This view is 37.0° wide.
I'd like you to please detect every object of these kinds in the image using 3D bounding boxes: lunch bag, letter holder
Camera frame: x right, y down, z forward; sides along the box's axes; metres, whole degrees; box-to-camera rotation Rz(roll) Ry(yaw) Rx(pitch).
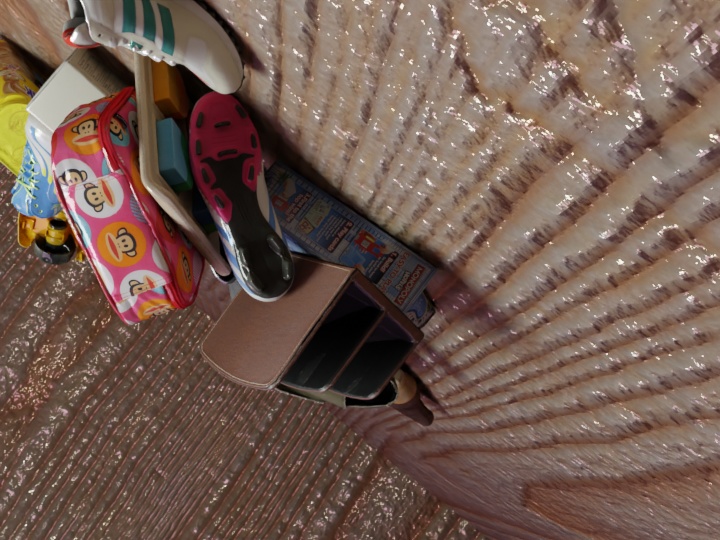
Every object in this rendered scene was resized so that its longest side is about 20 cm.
[{"bbox_3d":[-0.215,-0.066,1.026,0.177,0.081,0.202,-91,-17,-66],"label":"lunch bag"},{"bbox_3d":[-0.057,0.072,1.045,0.101,0.143,0.199,43,166,-25],"label":"letter holder"}]

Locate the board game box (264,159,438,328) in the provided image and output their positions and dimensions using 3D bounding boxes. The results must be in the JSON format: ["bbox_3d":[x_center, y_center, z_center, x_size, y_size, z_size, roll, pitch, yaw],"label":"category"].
[{"bbox_3d":[0.000,0.000,1.104,0.199,0.062,0.200,32,167,31],"label":"board game box"}]

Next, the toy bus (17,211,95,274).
[{"bbox_3d":[-0.394,-0.103,1.614,0.197,0.137,0.193,14,-144,-10],"label":"toy bus"}]

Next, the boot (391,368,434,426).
[{"bbox_3d":[0.014,0.171,1.697,0.199,0.073,0.167,26,161,35],"label":"boot"}]

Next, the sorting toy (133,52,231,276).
[{"bbox_3d":[-0.168,-0.117,1.031,0.185,0.036,0.202,61,-166,-63],"label":"sorting toy"}]

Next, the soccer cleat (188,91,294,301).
[{"bbox_3d":[-0.119,-0.066,1.018,0.086,0.069,0.202,-179,72,-74],"label":"soccer cleat"}]

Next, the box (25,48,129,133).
[{"bbox_3d":[-0.273,-0.156,1.230,0.200,0.078,0.095,42,-165,-18],"label":"box"}]

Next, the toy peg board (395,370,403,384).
[{"bbox_3d":[-0.051,0.082,1.515,0.199,0.099,0.199,32,155,-18],"label":"toy peg board"}]

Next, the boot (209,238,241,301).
[{"bbox_3d":[-0.143,0.006,1.273,0.132,0.069,0.202,-47,-62,-82],"label":"boot"}]

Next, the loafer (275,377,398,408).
[{"bbox_3d":[-0.035,0.125,1.307,0.198,0.076,0.069,12,-178,-27],"label":"loafer"}]

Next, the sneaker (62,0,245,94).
[{"bbox_3d":[-0.179,-0.191,0.827,0.200,0.094,0.070,46,166,-32],"label":"sneaker"}]

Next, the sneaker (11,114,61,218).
[{"bbox_3d":[-0.382,-0.115,1.310,0.075,0.105,0.200,36,168,11],"label":"sneaker"}]

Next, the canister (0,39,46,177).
[{"bbox_3d":[-0.474,-0.221,1.502,0.149,0.086,0.201,49,-174,-45],"label":"canister"}]
